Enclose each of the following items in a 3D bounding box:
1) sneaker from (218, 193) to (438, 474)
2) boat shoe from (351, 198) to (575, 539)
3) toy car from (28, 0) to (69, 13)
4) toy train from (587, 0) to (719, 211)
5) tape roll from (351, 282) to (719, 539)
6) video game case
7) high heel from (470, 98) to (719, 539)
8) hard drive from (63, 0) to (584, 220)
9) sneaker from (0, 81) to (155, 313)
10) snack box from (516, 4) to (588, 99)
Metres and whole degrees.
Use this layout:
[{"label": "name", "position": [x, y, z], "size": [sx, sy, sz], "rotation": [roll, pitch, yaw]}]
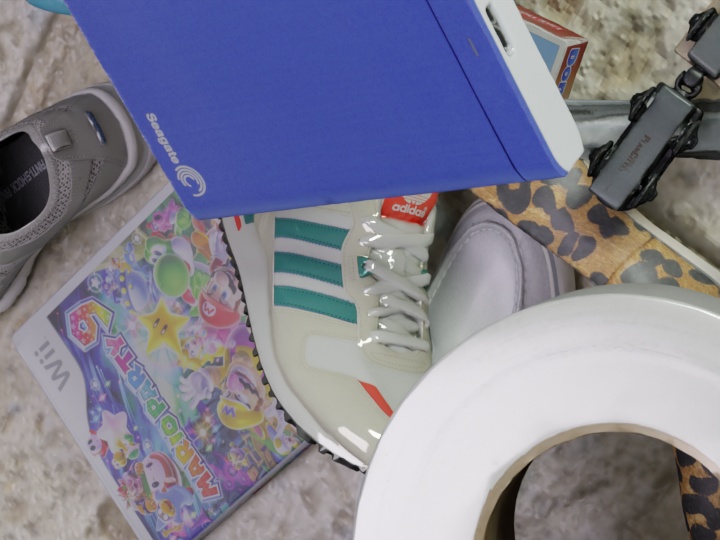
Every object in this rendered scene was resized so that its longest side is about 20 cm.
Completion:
[{"label": "sneaker", "position": [0.000, 0.000, 1.235], "size": [0.093, 0.070, 0.200], "rotation": [-48, 42, 26]}, {"label": "boat shoe", "position": [0.038, 0.061, 1.278], "size": [0.072, 0.068, 0.201], "rotation": [30, 113, 24]}, {"label": "toy car", "position": [-0.197, -0.214, 1.293], "size": [0.176, 0.200, 0.186], "rotation": [14, 106, 29]}, {"label": "toy train", "position": [0.161, -0.107, 1.162], "size": [0.034, 0.046, 0.200], "rotation": [38, 96, 8]}, {"label": "tape roll", "position": [0.103, 0.107, 1.098], "size": [0.201, 0.139, 0.204], "rotation": [0, 92, 9]}, {"label": "video game case", "position": [-0.072, 0.033, 1.373], "size": [0.200, 0.018, 0.144], "rotation": [-42, 76, 30]}, {"label": "high heel", "position": [0.102, 0.024, 1.212], "size": [0.141, 0.071, 0.202], "rotation": [-1, 83, 14]}, {"label": "hard drive", "position": [-0.020, -0.086, 1.138], "size": [0.199, 0.025, 0.132], "rotation": [-5, 124, 41]}, {"label": "sneaker", "position": [-0.193, -0.028, 1.400], "size": [0.200, 0.082, 0.075], "rotation": [-41, 76, 30]}, {"label": "snack box", "position": [0.006, -0.112, 1.295], "size": [0.199, 0.024, 0.072], "rotation": [29, 110, 25]}]
